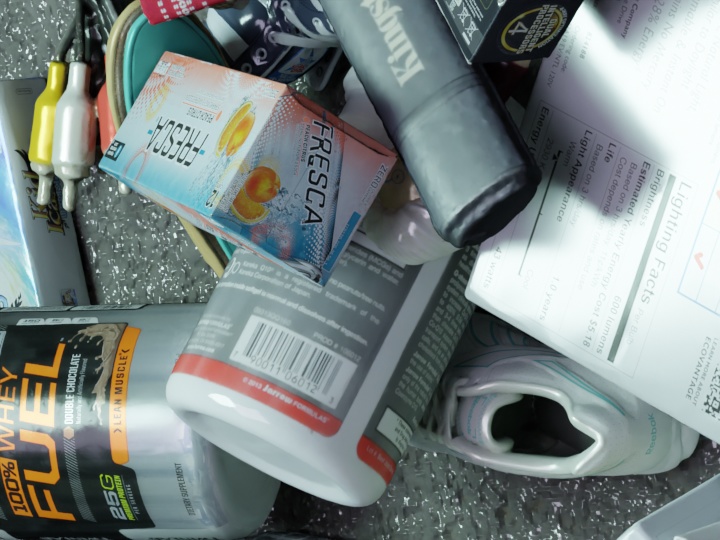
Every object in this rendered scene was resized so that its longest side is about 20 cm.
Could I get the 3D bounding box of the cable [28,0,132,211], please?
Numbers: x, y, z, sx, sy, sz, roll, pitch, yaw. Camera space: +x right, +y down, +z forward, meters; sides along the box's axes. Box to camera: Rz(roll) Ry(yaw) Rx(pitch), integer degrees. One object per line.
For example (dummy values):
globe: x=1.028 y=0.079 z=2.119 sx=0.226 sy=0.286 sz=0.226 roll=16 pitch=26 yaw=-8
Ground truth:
cable: x=-0.145 y=-0.135 z=1.584 sx=0.097 sy=0.050 sz=0.201 roll=-5 pitch=93 yaw=38

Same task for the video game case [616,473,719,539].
video game case: x=0.119 y=0.146 z=1.308 sx=0.023 sy=0.200 sz=0.182 roll=49 pitch=122 yaw=13

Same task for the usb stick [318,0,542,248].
usb stick: x=0.019 y=-0.099 z=1.281 sx=0.055 sy=0.033 sz=0.201 roll=-42 pitch=58 yaw=26

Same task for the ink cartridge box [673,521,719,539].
ink cartridge box: x=0.191 y=0.174 z=1.253 sx=0.086 sy=0.199 sz=0.147 roll=33 pitch=115 yaw=31

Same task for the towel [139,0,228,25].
towel: x=-0.034 y=-0.213 z=1.369 sx=0.199 sy=0.022 sz=0.145 roll=-20 pitch=104 yaw=10

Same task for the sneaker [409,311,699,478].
sneaker: x=0.062 y=0.061 z=1.423 sx=0.199 sy=0.080 sz=0.071 roll=5 pitch=101 yaw=40

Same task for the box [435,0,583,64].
box: x=0.052 y=-0.213 z=1.228 sx=0.201 sy=0.049 sz=0.161 roll=65 pitch=147 yaw=29

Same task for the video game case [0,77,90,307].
video game case: x=-0.243 y=0.003 z=1.685 sx=0.199 sy=0.045 sz=0.182 roll=-16 pitch=86 yaw=39

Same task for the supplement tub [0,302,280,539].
supplement tub: x=-0.147 y=0.079 z=1.533 sx=0.199 sy=0.122 sz=0.123 roll=-2 pitch=94 yaw=20

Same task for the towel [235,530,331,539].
towel: x=-0.034 y=0.184 z=1.461 sx=0.199 sy=0.165 sz=0.086 roll=9 pitch=96 yaw=38

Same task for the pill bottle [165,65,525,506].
pill bottle: x=0.000 y=0.000 z=1.398 sx=0.115 sy=0.116 sz=0.201 roll=18 pitch=75 yaw=36

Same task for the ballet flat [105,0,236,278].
ballet flat: x=-0.087 y=-0.061 z=1.485 sx=0.063 sy=0.069 sz=0.201 roll=35 pitch=156 yaw=50

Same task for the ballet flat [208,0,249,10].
ballet flat: x=-0.096 y=-0.184 z=1.486 sx=0.200 sy=0.046 sz=0.068 roll=-120 pitch=41 yaw=-57

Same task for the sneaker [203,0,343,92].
sneaker: x=-0.003 y=-0.130 z=1.456 sx=0.199 sy=0.070 sz=0.109 roll=23 pitch=105 yaw=42

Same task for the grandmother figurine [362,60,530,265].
grandmother figurine: x=0.039 y=-0.101 z=1.320 sx=0.121 sy=0.060 sz=0.201 roll=176 pitch=106 yaw=-67

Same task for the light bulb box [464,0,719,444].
light bulb box: x=0.180 y=-0.037 z=1.285 sx=0.200 sy=0.124 sz=0.199 roll=30 pitch=113 yaw=32

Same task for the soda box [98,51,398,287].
soda box: x=-0.054 y=-0.049 z=1.336 sx=0.069 sy=0.063 sz=0.200 roll=-59 pitch=20 yaw=-2
